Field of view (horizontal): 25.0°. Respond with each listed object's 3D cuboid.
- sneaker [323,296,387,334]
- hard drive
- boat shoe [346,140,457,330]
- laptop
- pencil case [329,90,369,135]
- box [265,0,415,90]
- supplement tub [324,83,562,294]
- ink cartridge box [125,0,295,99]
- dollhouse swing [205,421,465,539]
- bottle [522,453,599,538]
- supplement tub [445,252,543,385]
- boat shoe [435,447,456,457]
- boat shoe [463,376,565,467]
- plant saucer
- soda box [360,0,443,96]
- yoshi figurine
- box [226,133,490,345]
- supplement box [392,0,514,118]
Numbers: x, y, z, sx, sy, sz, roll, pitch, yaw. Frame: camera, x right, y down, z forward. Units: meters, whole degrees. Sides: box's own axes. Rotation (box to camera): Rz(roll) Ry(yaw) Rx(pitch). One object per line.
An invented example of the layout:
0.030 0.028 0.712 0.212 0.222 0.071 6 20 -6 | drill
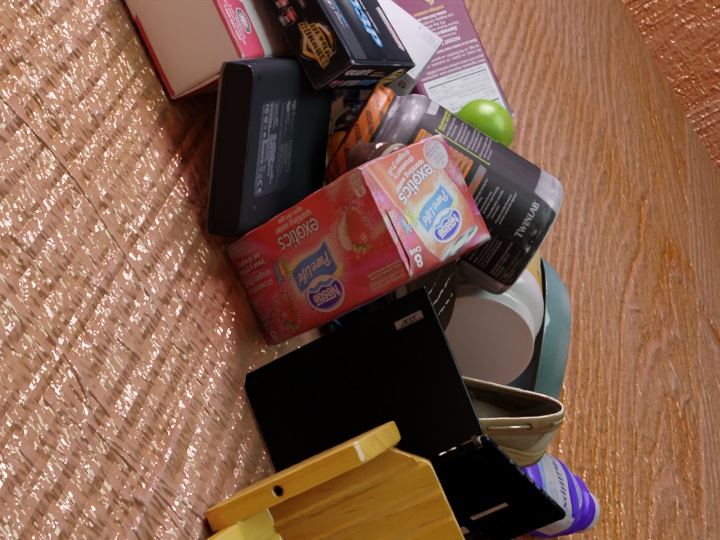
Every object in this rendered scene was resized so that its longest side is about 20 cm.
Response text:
0.000 0.000 1.478 0.112 0.072 0.202 23 47 -60 | sneaker
-0.073 -0.112 1.394 0.200 0.032 0.141 -25 123 -69 | hard drive
0.032 -0.027 1.412 0.075 0.074 0.204 -40 134 -37 | boat shoe
0.034 0.139 1.269 0.200 0.176 0.104 44 30 -38 | laptop
-0.025 -0.231 1.657 0.088 0.078 0.202 -7 67 -29 | pencil case
-0.042 -0.256 1.450 0.201 0.046 0.159 61 21 6 | box
0.074 -0.077 1.474 0.199 0.123 0.123 32 28 -4 | supplement tub
-0.125 -0.241 1.440 0.149 0.085 0.200 64 21 -1 | ink cartridge box
-0.009 0.232 1.107 0.176 0.180 0.202 30 36 -87 | dollhouse swing
0.187 0.231 1.662 0.200 0.065 0.084 31 38 -54 | bottle
0.110 0.010 1.621 0.145 0.143 0.201 50 26 -31 | supplement tub
0.049 0.169 1.349 0.199 0.066 0.075 26 63 -29 | boat shoe
0.078 0.114 1.410 0.198 0.063 0.074 19 40 -9 | boat shoe
0.182 0.087 1.675 0.200 0.035 0.203 -170 -90 -86 | plant saucer
-0.022 -0.247 1.577 0.199 0.068 0.064 38 57 -1 | soda box
0.072 -0.121 1.581 0.113 0.198 0.113 69 33 -42 | yoshi figurine
-0.005 -0.022 1.300 0.099 0.199 0.096 -24 88 -41 | box
0.061 -0.219 1.738 0.102 0.131 0.202 -21 85 -26 | supplement box
